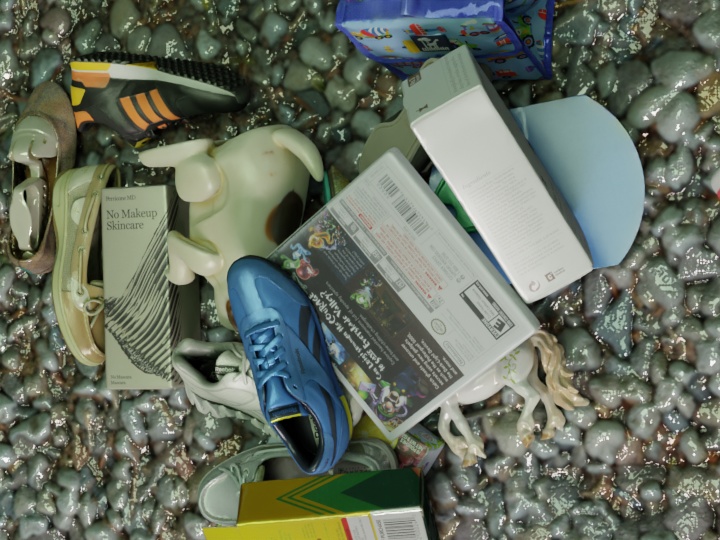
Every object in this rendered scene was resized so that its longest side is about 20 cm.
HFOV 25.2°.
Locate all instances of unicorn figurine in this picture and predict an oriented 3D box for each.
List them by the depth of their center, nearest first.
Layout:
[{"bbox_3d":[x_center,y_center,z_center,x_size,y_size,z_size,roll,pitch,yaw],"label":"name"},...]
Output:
[{"bbox_3d":[0.099,0.108,1.491,0.199,0.074,0.138,-19,86,0],"label":"unicorn figurine"}]

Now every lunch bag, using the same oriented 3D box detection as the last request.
[{"bbox_3d":[0.076,-0.225,1.426,0.150,0.200,0.095,3,91,21],"label":"lunch bag"}]

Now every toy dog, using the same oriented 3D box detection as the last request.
[{"bbox_3d":[-0.096,-0.030,1.527,0.193,0.139,0.201,-9,93,28],"label":"toy dog"}]

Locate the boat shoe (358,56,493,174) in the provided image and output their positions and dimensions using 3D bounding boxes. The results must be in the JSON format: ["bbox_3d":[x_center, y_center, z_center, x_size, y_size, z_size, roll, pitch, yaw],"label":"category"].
[{"bbox_3d":[0.059,-0.126,1.479,0.200,0.057,0.067,-52,50,53],"label":"boat shoe"}]

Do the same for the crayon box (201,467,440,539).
[{"bbox_3d":[-0.031,0.243,1.453,0.198,0.051,0.127,-6,132,9],"label":"crayon box"}]

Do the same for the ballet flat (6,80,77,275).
[{"bbox_3d":[-0.331,-0.096,1.652,0.068,0.067,0.202,0,90,21],"label":"ballet flat"}]

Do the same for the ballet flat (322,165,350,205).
[{"bbox_3d":[0.000,0.000,1.534,0.070,0.071,0.202,-4,88,21],"label":"ballet flat"}]

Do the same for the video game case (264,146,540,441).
[{"bbox_3d":[0.029,0.023,1.413,0.182,0.023,0.200,-40,90,26],"label":"video game case"}]

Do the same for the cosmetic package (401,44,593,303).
[{"bbox_3d":[0.116,-0.082,1.373,0.074,0.102,0.200,-29,116,11],"label":"cosmetic package"}]

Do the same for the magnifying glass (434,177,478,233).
[{"bbox_3d":[0.073,-0.046,1.474,0.199,0.022,0.080,-35,78,8],"label":"magnifying glass"}]

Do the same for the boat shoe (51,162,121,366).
[{"bbox_3d":[-0.266,-0.006,1.627,0.063,0.073,0.202,-8,80,25],"label":"boat shoe"}]

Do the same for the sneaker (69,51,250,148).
[{"bbox_3d":[-0.200,-0.163,1.610,0.199,0.070,0.091,12,109,21],"label":"sneaker"}]

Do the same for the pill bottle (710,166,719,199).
[{"bbox_3d":[0.396,-0.028,1.348,0.119,0.119,0.201,-37,78,17],"label":"pill bottle"}]

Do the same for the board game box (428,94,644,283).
[{"bbox_3d":[0.162,-0.070,1.482,0.199,0.039,0.159,-11,82,15],"label":"board game box"}]

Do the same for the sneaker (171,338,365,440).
[{"bbox_3d":[-0.089,0.107,1.495,0.199,0.081,0.076,9,62,26],"label":"sneaker"}]

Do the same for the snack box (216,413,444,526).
[{"bbox_3d":[-0.031,0.210,1.545,0.142,0.053,0.201,35,101,18],"label":"snack box"}]

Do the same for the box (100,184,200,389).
[{"bbox_3d":[-0.207,0.017,1.604,0.082,0.068,0.202,-3,89,22],"label":"box"}]

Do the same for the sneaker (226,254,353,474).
[{"bbox_3d":[-0.067,0.083,1.411,0.066,0.078,0.201,-21,97,21],"label":"sneaker"}]

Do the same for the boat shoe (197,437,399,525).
[{"bbox_3d":[-0.066,0.197,1.495,0.201,0.065,0.075,-10,86,19],"label":"boat shoe"}]
